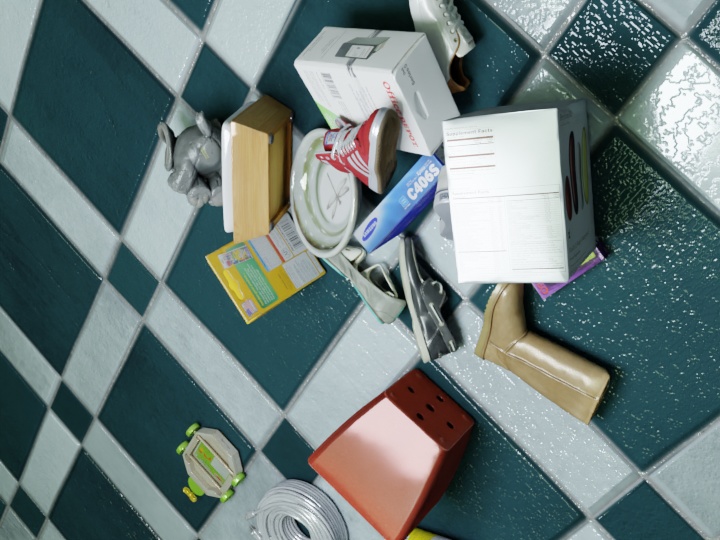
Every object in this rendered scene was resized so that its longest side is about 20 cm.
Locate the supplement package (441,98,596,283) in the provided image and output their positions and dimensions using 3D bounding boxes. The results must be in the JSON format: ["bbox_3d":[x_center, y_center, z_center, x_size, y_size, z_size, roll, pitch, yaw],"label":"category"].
[{"bbox_3d":[0.208,-0.105,1.115,0.145,0.191,0.204,-1,103,25],"label":"supplement package"}]

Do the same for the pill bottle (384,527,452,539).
[{"bbox_3d":[0.138,0.520,1.533,0.197,0.104,0.106,10,116,32],"label":"pill bottle"}]

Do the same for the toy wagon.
[{"bbox_3d":[-0.325,0.420,1.868,0.155,0.039,0.201,44,130,12],"label":"toy wagon"}]

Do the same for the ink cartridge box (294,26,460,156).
[{"bbox_3d":[0.024,-0.252,1.223,0.198,0.084,0.146,19,151,43],"label":"ink cartridge box"}]

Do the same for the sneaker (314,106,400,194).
[{"bbox_3d":[-0.007,-0.178,1.198,0.111,0.072,0.200,30,164,9],"label":"sneaker"}]

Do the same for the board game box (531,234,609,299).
[{"bbox_3d":[0.246,-0.072,1.241,0.120,0.032,0.201,-38,85,36],"label":"board game box"}]

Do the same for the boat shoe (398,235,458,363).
[{"bbox_3d":[0.103,0.040,1.383,0.066,0.072,0.203,-15,95,2],"label":"boat shoe"}]

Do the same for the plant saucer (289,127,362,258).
[{"bbox_3d":[-0.045,-0.123,1.391,0.199,0.050,0.204,13,105,55],"label":"plant saucer"}]

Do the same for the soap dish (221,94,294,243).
[{"bbox_3d":[-0.162,-0.164,1.421,0.080,0.158,0.203,8,117,11],"label":"soap dish"}]

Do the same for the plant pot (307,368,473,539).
[{"bbox_3d":[0.070,0.284,1.431,0.200,0.199,0.177,41,117,14],"label":"plant pot"}]

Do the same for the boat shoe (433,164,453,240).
[{"bbox_3d":[0.139,-0.095,1.235,0.070,0.200,0.071,1,75,16],"label":"boat shoe"}]

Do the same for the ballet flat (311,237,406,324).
[{"bbox_3d":[0.000,0.000,1.437,0.064,0.067,0.200,-45,74,11],"label":"ballet flat"}]

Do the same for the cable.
[{"bbox_3d":[-0.117,0.513,1.739,0.201,0.069,0.200,49,129,7],"label":"cable"}]

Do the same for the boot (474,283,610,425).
[{"bbox_3d":[0.274,0.110,1.281,0.198,0.066,0.177,30,138,23],"label":"boot"}]

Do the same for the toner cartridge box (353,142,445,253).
[{"bbox_3d":[0.078,-0.112,1.302,0.043,0.095,0.200,49,129,7],"label":"toner cartridge box"}]

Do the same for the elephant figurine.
[{"bbox_3d":[-0.292,-0.200,1.511,0.156,0.141,0.200,-52,38,6],"label":"elephant figurine"}]

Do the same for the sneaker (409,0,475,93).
[{"bbox_3d":[0.118,-0.339,1.193,0.083,0.073,0.203,10,127,29],"label":"sneaker"}]

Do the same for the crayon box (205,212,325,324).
[{"bbox_3d":[-0.164,0.000,1.457,0.051,0.199,0.127,-34,89,45],"label":"crayon box"}]
